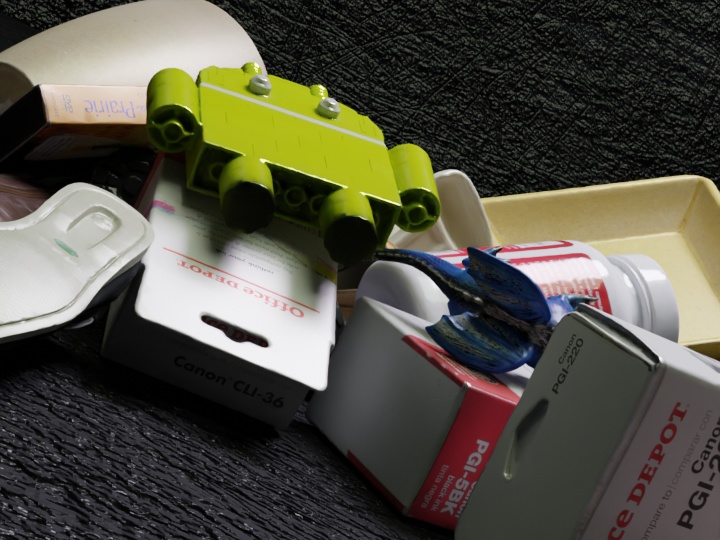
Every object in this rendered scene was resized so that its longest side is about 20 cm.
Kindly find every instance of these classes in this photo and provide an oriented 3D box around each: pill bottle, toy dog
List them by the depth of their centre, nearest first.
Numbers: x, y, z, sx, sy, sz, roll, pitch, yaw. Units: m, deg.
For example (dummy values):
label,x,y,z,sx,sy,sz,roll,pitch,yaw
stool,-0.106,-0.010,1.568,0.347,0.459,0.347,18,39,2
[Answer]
label,x,y,z,sx,sy,sz,roll,pitch,yaw
pill bottle,0.104,0.039,1.161,0.199,0.113,0.112,-5,21,-26
toy dog,0.019,-0.007,1.372,0.194,0.140,0.200,47,-10,-29

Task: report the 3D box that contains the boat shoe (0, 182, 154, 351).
label,x,y,z,sx,sy,sz,roll,pitch,yaw
boat shoe,-0.168,0.014,0.850,0.072,0.068,0.200,41,23,7

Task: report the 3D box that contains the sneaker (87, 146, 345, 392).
label,x,y,z,sx,sy,sz,roll,pitch,yaw
sneaker,-0.094,0.006,1.136,0.200,0.076,0.088,42,-28,-3

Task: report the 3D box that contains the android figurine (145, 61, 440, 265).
label,x,y,z,sx,sy,sz,roll,pitch,yaw
android figurine,-0.041,-0.072,1.044,0.181,0.041,0.200,18,25,-13

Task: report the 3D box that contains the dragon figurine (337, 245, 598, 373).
label,x,y,z,sx,sy,sz,roll,pitch,yaw
dragon figurine,0.075,0.023,0.976,0.199,0.059,0.099,29,8,11

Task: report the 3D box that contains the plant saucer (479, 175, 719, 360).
label,x,y,z,sx,sy,sz,roll,pitch,yaw
plant saucer,0.198,0.012,1.331,0.199,0.049,0.200,-7,39,-8

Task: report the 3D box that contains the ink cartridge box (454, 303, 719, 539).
label,x,y,z,sx,sy,sz,roll,pitch,yaw
ink cartridge box,0.167,0.120,0.907,0.199,0.146,0.085,22,8,-31

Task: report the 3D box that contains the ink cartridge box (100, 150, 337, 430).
label,x,y,z,sx,sy,sz,roll,pitch,yaw
ink cartridge box,-0.077,0.012,0.997,0.116,0.068,0.200,23,29,-12

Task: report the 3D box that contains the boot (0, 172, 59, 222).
label,x,y,z,sx,sy,sz,roll,pitch,yaw
boot,-0.242,-0.050,1.025,0.186,0.064,0.200,40,11,5

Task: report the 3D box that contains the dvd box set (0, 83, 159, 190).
label,x,y,z,sx,sy,sz,roll,pitch,yaw
dvd box set,-0.157,-0.079,1.155,0.199,0.030,0.146,-3,-17,-42

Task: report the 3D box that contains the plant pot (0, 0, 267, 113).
label,x,y,z,sx,sy,sz,roll,pitch,yaw
plant pot,-0.195,-0.108,1.302,0.187,0.188,0.200,29,22,27

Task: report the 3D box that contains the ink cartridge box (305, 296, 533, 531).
label,x,y,z,sx,sy,sz,roll,pitch,yaw
ink cartridge box,0.090,0.103,1.023,0.199,0.083,0.147,22,8,-29

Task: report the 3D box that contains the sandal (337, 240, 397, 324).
label,x,y,z,sx,sy,sz,roll,pitch,yaw
sandal,0.000,0.000,1.214,0.200,0.080,0.054,46,-15,1
